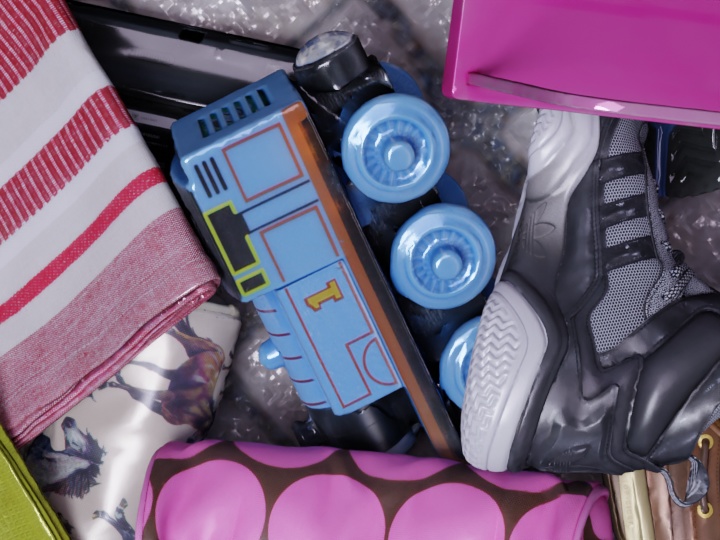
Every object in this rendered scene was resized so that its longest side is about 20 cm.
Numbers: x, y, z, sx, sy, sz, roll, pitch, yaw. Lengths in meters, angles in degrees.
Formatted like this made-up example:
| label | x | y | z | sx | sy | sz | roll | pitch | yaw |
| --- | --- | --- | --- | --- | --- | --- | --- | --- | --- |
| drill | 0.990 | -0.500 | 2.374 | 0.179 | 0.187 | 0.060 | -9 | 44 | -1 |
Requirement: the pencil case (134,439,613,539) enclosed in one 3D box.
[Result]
| label | x | y | z | sx | sy | sz | roll | pitch | yaw |
| --- | --- | --- | --- | --- | --- | --- | --- | --- | --- |
| pencil case | 0.006 | 0.125 | 0.735 | 0.198 | 0.094 | 0.091 | 1 | 123 | 10 |

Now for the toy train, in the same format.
| label | x | y | z | sx | sy | sz | roll | pitch | yaw |
| --- | --- | --- | --- | --- | --- | --- | --- | --- | --- |
| toy train | 0.000 | 0.000 | 0.761 | 0.113 | 0.087 | 0.201 | -25 | 111 | 1 |

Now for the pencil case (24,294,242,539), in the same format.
| label | x | y | z | sx | sy | sz | roll | pitch | yaw |
| --- | --- | --- | --- | --- | --- | --- | --- | --- | --- |
| pencil case | -0.121 | 0.093 | 0.803 | 0.089 | 0.078 | 0.202 | 23 | 98 | 28 |

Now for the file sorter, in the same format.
| label | x | y | z | sx | sy | sz | roll | pitch | yaw |
| --- | --- | --- | --- | --- | --- | --- | --- | --- | --- |
| file sorter | 0.123 | -0.148 | 0.607 | 0.138 | 0.125 | 0.202 | 5 | 98 | -16 |

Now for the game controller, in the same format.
| label | x | y | z | sx | sy | sz | roll | pitch | yaw |
| --- | --- | --- | --- | --- | --- | --- | --- | --- | --- |
| game controller | -0.100 | -0.063 | 0.811 | 0.198 | 0.042 | 0.105 | 13 | 111 | 5 |

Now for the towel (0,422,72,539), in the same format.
| label | x | y | z | sx | sy | sz | roll | pitch | yaw |
| --- | --- | --- | --- | --- | --- | --- | --- | --- | --- |
| towel | -0.164 | 0.132 | 0.756 | 0.086 | 0.018 | 0.201 | -28 | 99 | 5 |

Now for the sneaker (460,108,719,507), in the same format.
| label | x | y | z | sx | sy | sz | roll | pitch | yaw |
| --- | --- | --- | --- | --- | --- | --- | --- | --- | --- |
| sneaker | 0.114 | -0.005 | 0.699 | 0.113 | 0.076 | 0.202 | 15 | 71 | 7 |

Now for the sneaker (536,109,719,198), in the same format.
| label | x | y | z | sx | sy | sz | roll | pitch | yaw |
| --- | --- | --- | --- | --- | --- | --- | --- | --- | --- |
| sneaker | 0.169 | -0.069 | 0.758 | 0.198 | 0.077 | 0.076 | 12 | 104 | 26 |

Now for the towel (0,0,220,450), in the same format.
| label | x | y | z | sx | sy | sz | roll | pitch | yaw |
| --- | --- | --- | --- | --- | --- | --- | --- | --- | --- |
| towel | -0.157 | -0.037 | 0.768 | 0.144 | 0.023 | 0.201 | -38 | 73 | 23 |

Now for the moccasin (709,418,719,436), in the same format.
| label | x | y | z | sx | sy | sz | roll | pitch | yaw |
| --- | --- | --- | --- | --- | --- | --- | --- | --- | --- |
| moccasin | 0.214 | 0.093 | 0.752 | 0.201 | 0.073 | 0.078 | 45 | 54 | -18 |

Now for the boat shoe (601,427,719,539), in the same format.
| label | x | y | z | sx | sy | sz | roll | pitch | yaw |
| --- | --- | --- | --- | --- | --- | --- | --- | --- | --- |
| boat shoe | 0.153 | 0.147 | 0.783 | 0.067 | 0.072 | 0.202 | -11 | 92 | 9 |
